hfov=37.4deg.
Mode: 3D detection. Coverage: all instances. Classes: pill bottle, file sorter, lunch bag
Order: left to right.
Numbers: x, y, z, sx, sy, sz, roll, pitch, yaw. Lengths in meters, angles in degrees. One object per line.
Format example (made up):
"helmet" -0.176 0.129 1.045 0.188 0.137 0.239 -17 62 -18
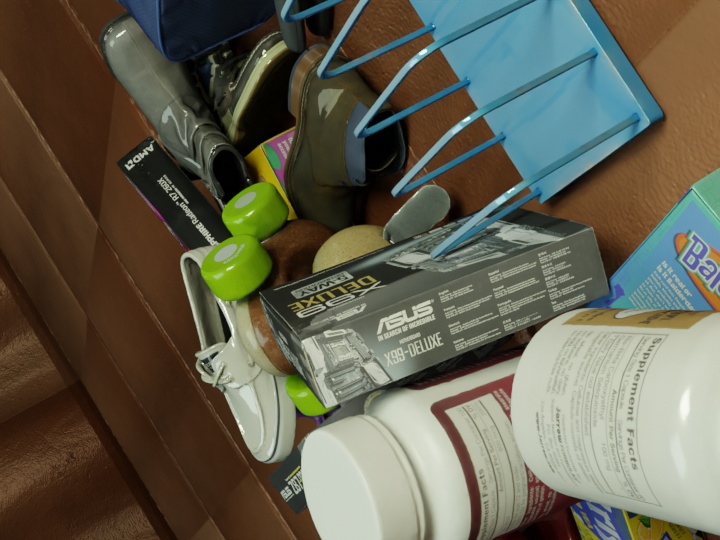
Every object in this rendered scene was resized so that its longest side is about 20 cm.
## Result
"lunch bag" -0.148 -0.292 0.863 0.132 0.136 0.200 47 151 25
"file sorter" 0.058 -0.129 0.668 0.201 0.122 0.139 58 155 5
"pill bottle" 0.070 0.121 0.696 0.114 0.199 0.115 35 132 50
"pill bottle" 0.180 0.078 0.560 0.200 0.114 0.115 -1 116 62

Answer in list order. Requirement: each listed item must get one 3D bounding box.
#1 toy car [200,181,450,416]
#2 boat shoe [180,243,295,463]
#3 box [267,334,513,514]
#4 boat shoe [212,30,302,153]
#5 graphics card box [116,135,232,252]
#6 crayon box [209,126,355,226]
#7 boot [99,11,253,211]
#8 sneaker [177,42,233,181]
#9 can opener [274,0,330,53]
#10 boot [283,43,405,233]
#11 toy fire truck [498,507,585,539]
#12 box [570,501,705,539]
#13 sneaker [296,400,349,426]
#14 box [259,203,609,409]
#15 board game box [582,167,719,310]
"toy car" 0.000 0.000 0.886 0.199 0.158 0.165 -21 120 21
"boat shoe" -0.112 0.074 0.934 0.072 0.065 0.201 -15 85 49
"box" 0.022 0.119 0.910 0.049 0.200 0.161 51 155 6
"boat shoe" -0.106 -0.171 0.993 0.065 0.073 0.200 52 155 5
"graphics card box" -0.156 -0.033 1.079 0.200 0.051 0.126 48 173 22
"crayon box" -0.064 -0.027 1.083 0.201 0.058 0.172 62 155 -4
"boot" -0.158 -0.142 0.990 0.132 0.070 0.200 47 173 38
"sneaker" -0.171 -0.182 1.121 0.089 0.078 0.201 54 151 39
"can opener" -0.047 -0.246 0.809 0.079 0.063 0.200 47 152 25
"boot" -0.013 -0.083 0.909 0.097 0.074 0.201 42 148 40
"toy fire truck" 0.111 0.202 0.902 0.200 0.112 0.169 -28 64 48
"box" 0.212 0.199 0.802 0.070 0.064 0.201 8 124 59
"sneaker" 0.003 0.151 1.092 0.200 0.088 0.081 26 138 28
"box" 0.042 0.016 0.719 0.158 0.199 0.050 -147 37 -74
"board game box" 0.218 0.047 0.647 0.152 0.045 0.200 54 155 15
